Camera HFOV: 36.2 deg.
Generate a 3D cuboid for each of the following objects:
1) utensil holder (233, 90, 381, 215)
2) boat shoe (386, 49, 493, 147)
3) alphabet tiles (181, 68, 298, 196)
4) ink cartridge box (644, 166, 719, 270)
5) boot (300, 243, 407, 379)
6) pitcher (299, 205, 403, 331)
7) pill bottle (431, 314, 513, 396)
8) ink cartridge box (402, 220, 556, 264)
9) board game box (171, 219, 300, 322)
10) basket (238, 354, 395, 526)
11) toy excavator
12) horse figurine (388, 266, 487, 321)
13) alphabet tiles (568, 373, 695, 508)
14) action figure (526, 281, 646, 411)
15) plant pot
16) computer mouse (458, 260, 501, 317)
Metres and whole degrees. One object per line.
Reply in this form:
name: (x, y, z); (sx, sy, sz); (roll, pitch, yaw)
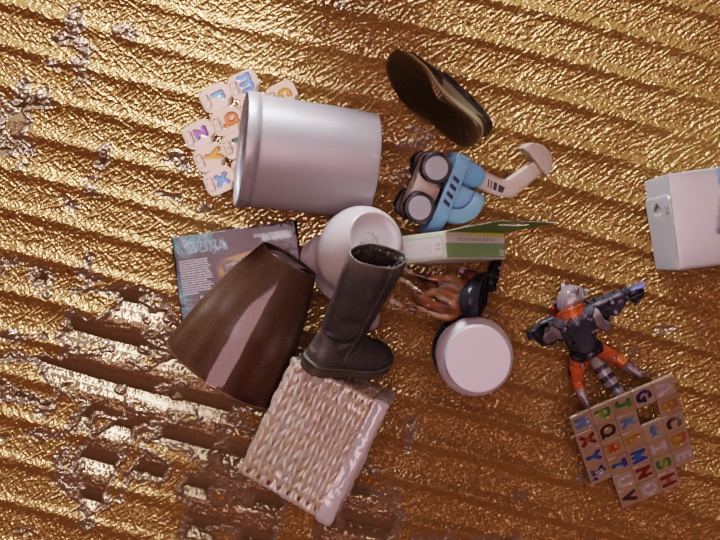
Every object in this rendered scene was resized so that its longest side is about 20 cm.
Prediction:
utensil holder: (-0.081, -0.168, 1.640); (0.198, 0.170, 0.172); (7, 90, -12)
boat shoe: (0.122, -0.268, 1.703); (0.200, 0.065, 0.073); (48, 130, 15)
alphabet tiles: (-0.172, -0.208, 1.730); (0.194, 0.015, 0.202); (-25, 89, 1)
ink cartridge box: (0.544, -0.081, 1.652); (0.197, 0.145, 0.147); (-6, 90, 2)
boot: (0.013, 0.056, 1.543); (0.072, 0.181, 0.202); (37, 115, 34)
pitcher: (0.000, 0.000, 1.627); (0.121, 0.200, 0.173); (-32, 89, -25)
pill bottle: (0.166, 0.124, 1.630); (0.114, 0.200, 0.117); (0, 89, 1)
ink cartridge box: (0.168, -0.039, 1.612); (0.199, 0.145, 0.049); (-5, 87, 44)
board game box: (-0.189, 0.001, 1.722); (0.197, 0.028, 0.137); (-7, 89, 2)
basket: (-0.060, 0.244, 1.638); (0.160, 0.198, 0.202); (25, 91, 5)
toy excavator: (0.174, -0.131, 1.694); (0.198, 0.100, 0.196); (23, 92, -12)
horse figurine: (0.116, 0.032, 1.645); (0.131, 0.200, 0.050); (18, 109, 5)
alphabet tiles: (0.419, 0.268, 1.676); (0.166, 0.008, 0.201); (-23, 116, 1)
action figure: (0.366, 0.099, 1.676); (0.199, 0.105, 0.195); (-31, 101, 6)
plant pot: (-0.156, 0.067, 1.628); (0.186, 0.187, 0.201); (32, 96, 1)
computer mouse: (0.178, 0.020, 1.639); (0.034, 0.200, 0.059); (6, 107, 17)
